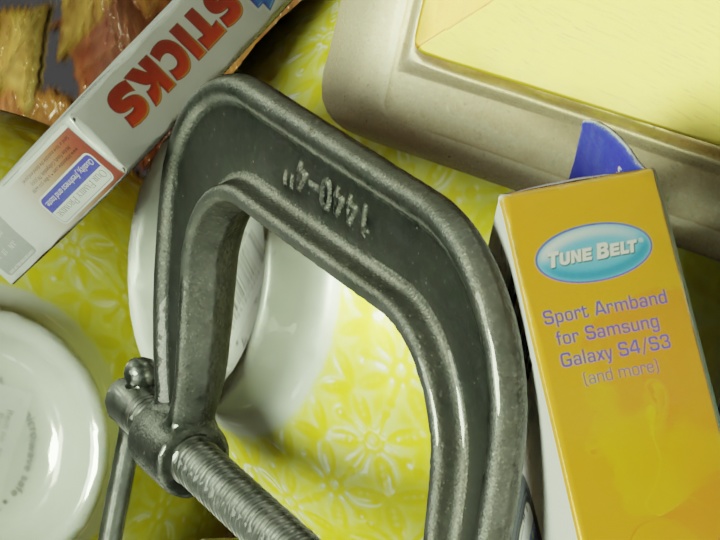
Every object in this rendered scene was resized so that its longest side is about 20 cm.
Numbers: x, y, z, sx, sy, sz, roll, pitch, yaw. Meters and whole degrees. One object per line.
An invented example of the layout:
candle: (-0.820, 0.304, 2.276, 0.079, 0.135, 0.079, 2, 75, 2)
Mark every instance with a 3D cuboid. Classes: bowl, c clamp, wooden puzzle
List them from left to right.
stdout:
bowl: (-0.122, 0.048, 0.859, 0.108, 0.199, 0.201, -173, 86, -75)
c clamp: (-0.015, 0.043, 0.688, 0.200, 0.027, 0.172, 27, 115, 58)
bowl: (0.000, 0.000, 0.791, 0.200, 0.107, 0.201, -6, 83, 58)
wooden puzzle: (0.085, -0.095, 0.662, 0.199, 0.037, 0.186, 22, 108, 28)

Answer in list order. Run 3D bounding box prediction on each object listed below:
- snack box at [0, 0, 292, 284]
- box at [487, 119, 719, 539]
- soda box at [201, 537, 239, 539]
snack box: (-0.035, -0.076, 0.800, 0.024, 0.200, 0.072, 44, 140, -5)
box: (0.058, 0.071, 0.633, 0.119, 0.041, 0.201, 98, 159, -70)
soda box: (-0.043, 0.175, 0.881, 0.064, 0.068, 0.200, 56, 133, 42)
